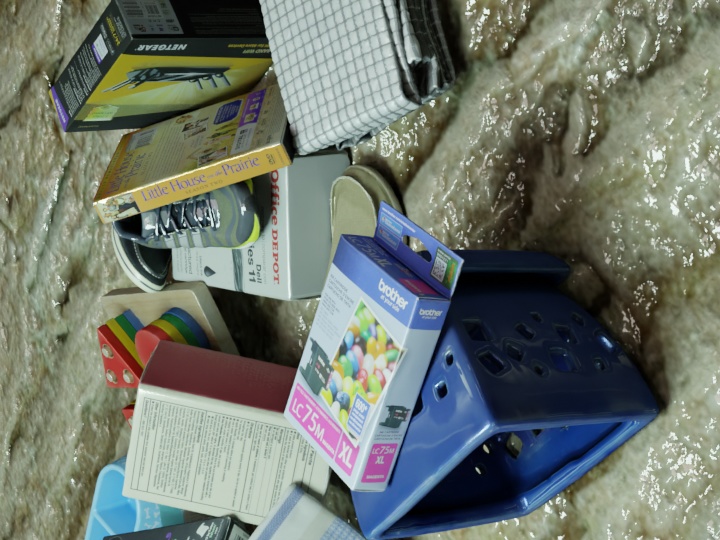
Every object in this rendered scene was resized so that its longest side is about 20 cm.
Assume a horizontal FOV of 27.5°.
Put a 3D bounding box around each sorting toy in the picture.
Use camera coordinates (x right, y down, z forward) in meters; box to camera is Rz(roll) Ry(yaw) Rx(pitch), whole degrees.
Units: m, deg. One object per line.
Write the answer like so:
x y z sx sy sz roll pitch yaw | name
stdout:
-0.204 0.120 1.585 0.199 0.069 0.200 -5 114 52 | sorting toy

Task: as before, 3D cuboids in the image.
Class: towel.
-0.001 -0.222 1.352 0.165 0.085 0.202 -23 78 45 | towel
-0.032 0.315 1.388 0.199 0.147 0.024 37 162 -3 | towel

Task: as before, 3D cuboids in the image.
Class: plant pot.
0.093 0.094 1.227 0.200 0.199 0.181 -47 56 41 | plant pot

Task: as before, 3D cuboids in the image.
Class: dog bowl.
-0.283 0.311 1.777 0.111 0.049 0.201 38 122 37 | dog bowl

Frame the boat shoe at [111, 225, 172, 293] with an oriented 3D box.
-0.219 -0.062 1.580 0.062 0.074 0.201 -32 37 29 | boat shoe

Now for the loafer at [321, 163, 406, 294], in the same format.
0.000 0.000 1.398 0.075 0.068 0.202 -5 93 48 | loafer

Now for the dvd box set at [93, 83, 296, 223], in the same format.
-0.153 -0.118 1.433 0.198 0.147 0.030 -17 119 13 | dvd box set

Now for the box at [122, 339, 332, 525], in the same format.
-0.123 0.164 1.456 0.198 0.109 0.129 12 112 -1 | box

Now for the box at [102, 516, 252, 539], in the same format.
-0.177 0.331 1.481 0.199 0.122 0.107 -16 41 39 | box

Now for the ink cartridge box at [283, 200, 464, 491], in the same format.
0.007 0.057 1.160 0.119 0.042 0.201 40 116 48 | ink cartridge box

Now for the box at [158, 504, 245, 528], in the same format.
-0.170 0.309 1.630 0.049 0.082 0.202 -6 92 49 | box

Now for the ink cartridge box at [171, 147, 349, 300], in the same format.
-0.104 -0.054 1.491 0.199 0.083 0.148 8 103 47 | ink cartridge box

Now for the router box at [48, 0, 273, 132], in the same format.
-0.189 -0.205 1.469 0.157 0.199 0.053 -42 65 43 | router box

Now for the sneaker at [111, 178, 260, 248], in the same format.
-0.170 -0.049 1.440 0.199 0.081 0.075 -10 90 49 | sneaker
